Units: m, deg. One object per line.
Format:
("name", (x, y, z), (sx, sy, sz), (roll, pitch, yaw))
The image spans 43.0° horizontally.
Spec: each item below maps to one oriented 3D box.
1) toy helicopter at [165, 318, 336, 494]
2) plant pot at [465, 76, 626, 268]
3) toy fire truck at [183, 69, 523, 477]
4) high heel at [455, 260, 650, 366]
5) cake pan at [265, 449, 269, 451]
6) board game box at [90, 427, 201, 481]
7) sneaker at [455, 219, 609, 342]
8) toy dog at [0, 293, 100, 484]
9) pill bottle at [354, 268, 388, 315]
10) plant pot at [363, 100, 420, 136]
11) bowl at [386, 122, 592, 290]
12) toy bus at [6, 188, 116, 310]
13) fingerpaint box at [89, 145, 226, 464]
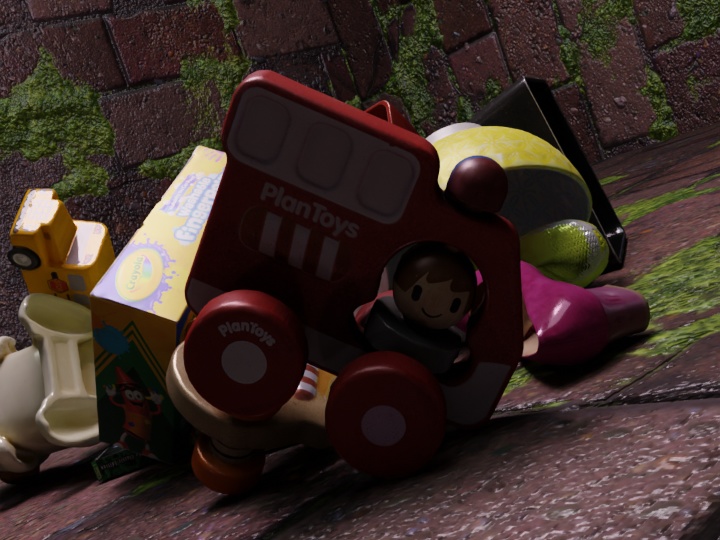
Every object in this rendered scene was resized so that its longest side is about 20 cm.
("toy helicopter", (-0.038, 0.068, 0.630), (0.197, 0.080, 0.133), (-2, 36, -31))
("plant pot", (0.159, -0.074, 0.987), (0.176, 0.202, 0.200), (-28, 1, 21))
("toy fire truck", (0.002, 0.001, 0.506), (0.197, 0.170, 0.112), (22, 23, 0))
("high heel", (0.099, 0.030, 0.646), (0.095, 0.069, 0.199), (-10, 1, -31))
("cake pan", (-0.042, 0.095, 0.751), (0.197, 0.037, 0.200), (-21, 4, 1))
("board game box", (-0.177, 0.144, 0.872), (0.103, 0.024, 0.200), (-23, 5, 3))
("sneaker", (0.131, 0.018, 0.809), (0.198, 0.077, 0.105), (-19, -14, 27))
("toy dog", (-0.312, 0.124, 0.888), (0.198, 0.141, 0.193), (-29, -14, 29))
("pill bottle", (-0.036, 0.003, 0.770), (0.110, 0.114, 0.200), (-20, 9, 1))
("plant pot", (0.025, -0.055, 1.140), (0.198, 0.203, 0.175), (-25, -29, 35))
("bowl", (0.100, -0.068, 0.833), (0.197, 0.109, 0.201), (-13, -32, -8))
("toy bus", (-0.278, 0.014, 0.892), (0.077, 0.202, 0.066), (4, 48, 2))
("fingerpaint box", (-0.143, 0.025, 0.759), (0.072, 0.169, 0.201), (16, 41, 6))
